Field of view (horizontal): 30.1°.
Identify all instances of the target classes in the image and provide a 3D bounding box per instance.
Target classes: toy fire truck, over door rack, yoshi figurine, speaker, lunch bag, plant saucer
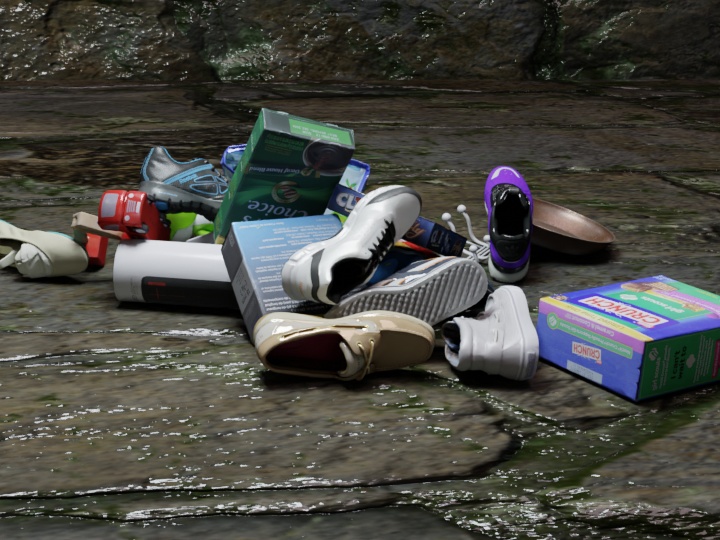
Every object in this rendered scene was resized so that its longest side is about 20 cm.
[{"bbox_3d":[-0.321,-0.054,1.740,0.140,0.049,0.200,5,-17,7],"label":"toy fire truck"},{"bbox_3d":[0.098,-0.054,1.944,0.199,0.067,0.148,9,16,22],"label":"over door rack"},{"bbox_3d":[-0.230,-0.087,1.949,0.200,0.112,0.112,-16,31,-41],"label":"yoshi figurine"},{"bbox_3d":[-0.204,0.005,1.671,0.199,0.082,0.081,4,16,5],"label":"speaker"},{"bbox_3d":[-0.097,-0.116,1.885,0.199,0.128,0.170,16,-11,-2],"label":"lunch bag"},{"bbox_3d":[0.280,-0.066,2.004,0.200,0.037,0.200,16,17,-5],"label":"plant saucer"}]

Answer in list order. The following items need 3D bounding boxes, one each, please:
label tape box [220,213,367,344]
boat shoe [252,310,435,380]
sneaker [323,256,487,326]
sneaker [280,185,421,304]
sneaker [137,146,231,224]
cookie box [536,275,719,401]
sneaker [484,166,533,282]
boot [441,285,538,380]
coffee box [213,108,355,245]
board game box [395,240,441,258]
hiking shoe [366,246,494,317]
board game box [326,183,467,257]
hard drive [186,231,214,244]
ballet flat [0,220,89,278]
[{"bbox_3d":[-0.065,0.035,1.569,0.144,0.063,0.201,-6,59,-28],"label":"label tape box"},{"bbox_3d":[-0.016,0.088,1.441,0.199,0.074,0.069,0,28,-5],"label":"boat shoe"},{"bbox_3d":[0.044,0.042,1.528,0.199,0.079,0.079,-20,9,-11],"label":"sneaker"},{"bbox_3d":[0.006,-0.023,1.525,0.200,0.074,0.080,-42,36,-24],"label":"sneaker"},{"bbox_3d":[-0.193,-0.106,1.758,0.199,0.082,0.073,14,-17,-31],"label":"sneaker"},{"bbox_3d":[0.327,0.072,1.516,0.199,0.076,0.171,-9,20,-33],"label":"cookie box"},{"bbox_3d":[0.210,-0.088,1.862,0.069,0.100,0.201,-1,49,2],"label":"sneaker"},{"bbox_3d":[0.139,0.063,1.521,0.095,0.074,0.200,6,16,-5],"label":"boot"},{"bbox_3d":[-0.096,-0.101,1.650,0.122,0.200,0.044,12,43,-21],"label":"coffee box"},{"bbox_3d":[0.000,0.000,1.774,0.199,0.047,0.151,-5,16,-21],"label":"board game box"},{"bbox_3d":[0.081,0.017,1.655,0.199,0.075,0.087,2,17,-25],"label":"hiking shoe"},{"bbox_3d":[0.050,-0.059,1.696,0.135,0.035,0.200,22,2,16],"label":"board game box"},{"bbox_3d":[-0.150,-0.043,1.828,0.131,0.025,0.200,-5,-2,-21],"label":"hard drive"},{"bbox_3d":[-0.445,-0.020,1.778,0.199,0.070,0.069,12,18,36],"label":"ballet flat"}]
